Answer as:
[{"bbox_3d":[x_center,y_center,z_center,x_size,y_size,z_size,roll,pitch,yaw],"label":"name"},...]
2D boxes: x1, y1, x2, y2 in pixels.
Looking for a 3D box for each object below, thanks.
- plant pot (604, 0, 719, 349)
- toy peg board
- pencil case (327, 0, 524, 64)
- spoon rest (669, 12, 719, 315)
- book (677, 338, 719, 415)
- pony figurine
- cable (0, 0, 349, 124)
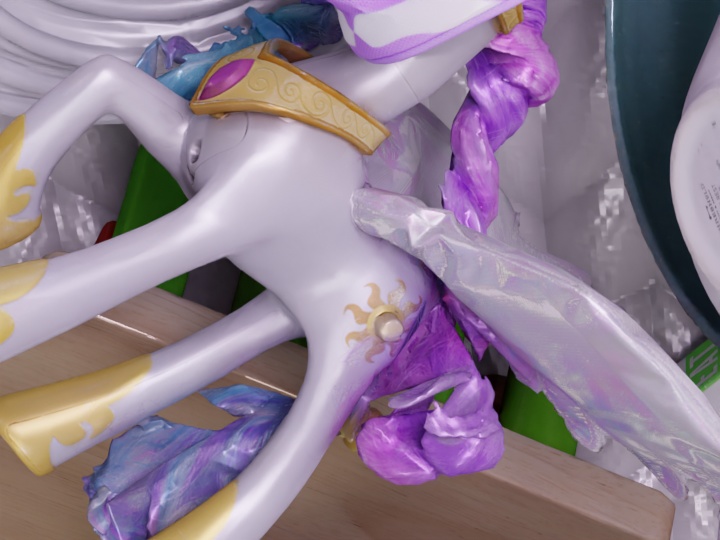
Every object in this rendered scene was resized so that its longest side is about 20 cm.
[{"bbox_3d":[0.171,-0.069,0.743,0.134,0.201,0.201,1,133,-29],"label":"plant pot"},{"bbox_3d":[-0.027,0.058,0.922,0.200,0.098,0.199,23,142,-10],"label":"toy peg board"},{"bbox_3d":[-0.009,-0.139,0.628,0.200,0.084,0.085,57,157,-16],"label":"pencil case"},{"bbox_3d":[0.098,-0.066,0.696,0.060,0.201,0.099,-14,171,-30],"label":"spoon rest"},{"bbox_3d":[0.205,0.024,0.884,0.134,0.048,0.200,39,121,-19],"label":"book"},{"bbox_3d":[0.000,0.000,0.745,0.200,0.167,0.193,-37,121,-3],"label":"pony figurine"},{"bbox_3d":[-0.054,-0.129,0.748,0.199,0.069,0.200,-16,138,-4],"label":"cable"}]
